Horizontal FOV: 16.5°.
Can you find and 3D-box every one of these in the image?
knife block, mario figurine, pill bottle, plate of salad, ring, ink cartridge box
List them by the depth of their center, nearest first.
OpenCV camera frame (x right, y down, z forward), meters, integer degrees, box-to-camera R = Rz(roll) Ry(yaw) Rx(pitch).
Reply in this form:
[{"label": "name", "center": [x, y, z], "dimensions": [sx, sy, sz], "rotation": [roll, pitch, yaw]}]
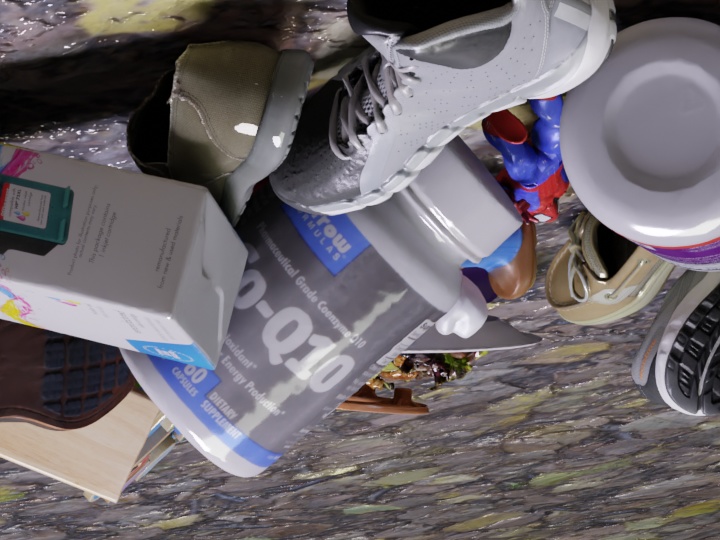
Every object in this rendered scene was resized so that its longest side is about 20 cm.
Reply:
[{"label": "ink cartridge box", "center": [-0.165, -0.016, 1.198], "dimensions": [0.199, 0.067, 0.116], "rotation": [12, 168, 11]}, {"label": "pill bottle", "center": [0.174, -0.060, 1.281], "dimensions": [0.112, 0.113, 0.200], "rotation": [-14, 171, 15]}, {"label": "pill bottle", "center": [-0.020, 0.004, 1.291], "dimensions": [0.200, 0.114, 0.114], "rotation": [-41, 158, 9]}, {"label": "knife block", "center": [-0.231, 0.052, 1.356], "dimensions": [0.200, 0.064, 0.175], "rotation": [26, -179, 22]}, {"label": "mario figurine", "center": [0.000, 0.000, 1.427], "dimensions": [0.199, 0.106, 0.123], "rotation": [0, 164, -37]}, {"label": "plate of salad", "center": [0.022, 0.055, 1.660], "dimensions": [0.199, 0.048, 0.200], "rotation": [1, -177, 0]}, {"label": "ring", "center": [-0.050, 0.082, 1.755], "dimensions": [0.200, 0.019, 0.200], "rotation": [6, 180, 0]}]

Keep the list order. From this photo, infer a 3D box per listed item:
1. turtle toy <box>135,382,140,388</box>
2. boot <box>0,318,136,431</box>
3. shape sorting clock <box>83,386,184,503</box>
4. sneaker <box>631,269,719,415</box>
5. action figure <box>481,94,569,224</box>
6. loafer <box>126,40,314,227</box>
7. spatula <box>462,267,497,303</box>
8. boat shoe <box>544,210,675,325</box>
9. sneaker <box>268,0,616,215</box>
[{"label": "turtle toy", "center": [-0.226, 0.064, 1.516], "dimensions": [0.199, 0.101, 0.146], "rotation": [-14, 165, 10]}, {"label": "boot", "center": [-0.203, 0.047, 1.301], "dimensions": [0.097, 0.075, 0.200], "rotation": [7, -173, 31]}, {"label": "shape sorting clock", "center": [-0.091, 0.071, 1.504], "dimensions": [0.200, 0.039, 0.200], "rotation": [-40, 175, -4]}, {"label": "sneaker", "center": [0.233, 0.003, 1.520], "dimensions": [0.200, 0.074, 0.079], "rotation": [-49, -164, -17]}, {"label": "action figure", "center": [0.097, -0.061, 1.350], "dimensions": [0.065, 0.052, 0.200], "rotation": [-43, 168, -6]}, {"label": "loafer", "center": [-0.078, -0.070, 1.209], "dimensions": [0.069, 0.075, 0.200], "rotation": [19, 159, -10]}, {"label": "spatula", "center": [0.071, -0.010, 1.591], "dimensions": [0.056, 0.021, 0.200], "rotation": [-4, 164, -5]}, {"label": "boat shoe", "center": [0.165, -0.025, 1.511], "dimensions": [0.063, 0.073, 0.201], "rotation": [11, 155, -28]}, {"label": "sneaker", "center": [0.011, -0.098, 1.158], "dimensions": [0.200, 0.075, 0.115], "rotation": [-30, 152, 27]}]
